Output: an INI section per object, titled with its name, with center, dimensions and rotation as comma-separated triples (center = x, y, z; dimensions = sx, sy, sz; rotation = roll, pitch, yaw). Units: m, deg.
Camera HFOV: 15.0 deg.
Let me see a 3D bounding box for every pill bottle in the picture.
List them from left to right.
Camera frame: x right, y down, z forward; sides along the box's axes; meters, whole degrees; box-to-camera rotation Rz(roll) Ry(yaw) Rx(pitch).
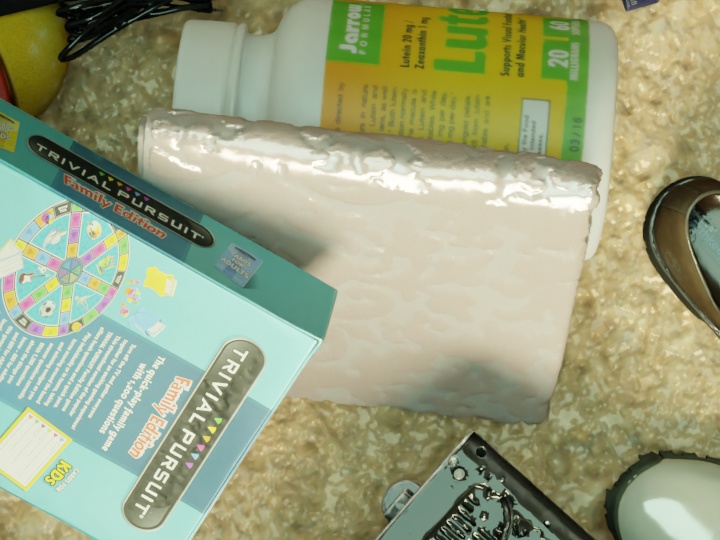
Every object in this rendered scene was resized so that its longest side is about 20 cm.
[pill bottle]
center = 0.015, -0.067, 1.266
dimensions = 0.199, 0.111, 0.112
rotation = 5, 89, 1

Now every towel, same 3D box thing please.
[towel]
center = 0.000, 0.000, 1.238
dimensions = 0.199, 0.191, 0.032
rotation = 6, 55, 1

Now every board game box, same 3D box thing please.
[board game box]
center = -0.133, 0.025, 1.192
dimensions = 0.199, 0.047, 0.151
rotation = 30, 119, -8

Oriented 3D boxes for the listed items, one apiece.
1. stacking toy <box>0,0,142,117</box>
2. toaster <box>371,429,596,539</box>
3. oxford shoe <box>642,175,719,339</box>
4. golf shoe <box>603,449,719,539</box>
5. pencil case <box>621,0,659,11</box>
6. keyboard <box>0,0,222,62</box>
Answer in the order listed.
[stacking toy]
center = -0.186, -0.099, 1.280
dimensions = 0.199, 0.146, 0.147
rotation = -26, 89, -19
[toaster]
center = 0.062, 0.196, 1.256
dimensions = 0.200, 0.119, 0.181
rotation = 41, 90, 2
[oxford shoe]
center = 0.212, 0.036, 1.276
dimensions = 0.200, 0.084, 0.073
rotation = 41, 88, 0
[golf shoe]
center = 0.201, 0.155, 1.272
dimensions = 0.200, 0.088, 0.077
rotation = 39, 91, 3
[pencil case]
center = 0.127, -0.228, 1.285
dimensions = 0.087, 0.087, 0.201
rotation = -14, 89, 0
[keyboard]
center = -0.095, -0.163, 1.262
dimensions = 0.199, 0.040, 0.105
rotation = -19, 90, -28
